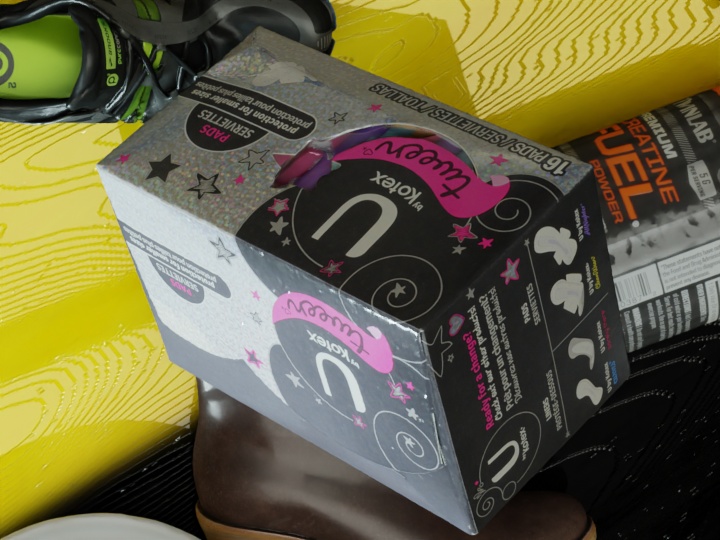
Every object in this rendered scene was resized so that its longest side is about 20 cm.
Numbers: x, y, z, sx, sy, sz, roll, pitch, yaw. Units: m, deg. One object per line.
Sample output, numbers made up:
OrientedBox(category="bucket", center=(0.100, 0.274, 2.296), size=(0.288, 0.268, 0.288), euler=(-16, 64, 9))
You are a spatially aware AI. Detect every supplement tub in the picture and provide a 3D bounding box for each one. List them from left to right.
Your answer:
OrientedBox(category="supplement tub", center=(0.154, -0.027, 1.059), size=(0.199, 0.107, 0.108), euler=(-21, 105, -1))

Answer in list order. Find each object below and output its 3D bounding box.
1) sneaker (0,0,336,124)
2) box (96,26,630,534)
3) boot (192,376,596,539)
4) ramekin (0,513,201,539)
OrientedBox(category="sneaker", center=(-0.108, -0.096, 1.024), size=(0.198, 0.083, 0.071), euler=(-5, 104, -7))
OrientedBox(category="box", center=(0.000, 0.000, 0.958), size=(0.115, 0.199, 0.133), euler=(-43, 139, -26))
OrientedBox(category="boot", center=(0.013, 0.082, 1.087), size=(0.198, 0.072, 0.168), euler=(-7, 107, -1))
OrientedBox(category="ramekin", center=(-0.124, 0.224, 1.062), size=(0.200, 0.094, 0.204), euler=(-1, 73, 4))
